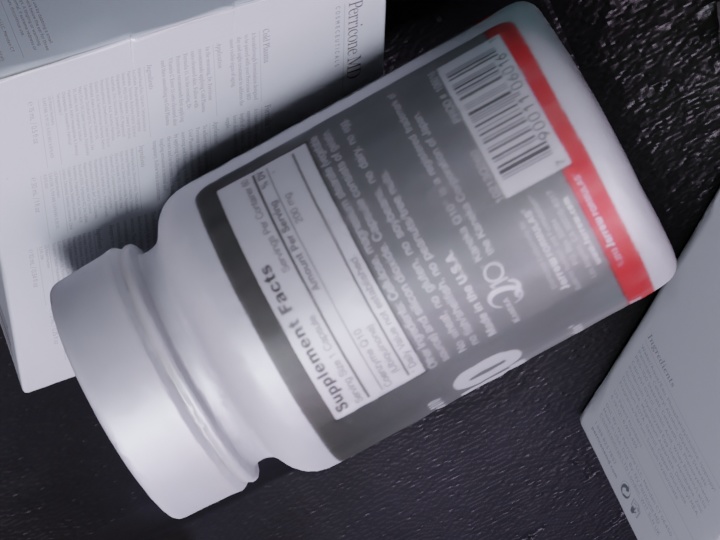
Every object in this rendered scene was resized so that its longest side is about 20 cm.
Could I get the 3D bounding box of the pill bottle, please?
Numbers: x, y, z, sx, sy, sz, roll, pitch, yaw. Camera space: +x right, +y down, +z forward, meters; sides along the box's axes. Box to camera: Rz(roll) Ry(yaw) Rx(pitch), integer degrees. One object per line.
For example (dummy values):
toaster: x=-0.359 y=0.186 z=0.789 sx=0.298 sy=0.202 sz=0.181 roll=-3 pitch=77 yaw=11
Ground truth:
pill bottle: x=0.000 y=0.000 z=0.911 sx=0.200 sy=0.114 sz=0.114 roll=-29 pitch=149 yaw=4

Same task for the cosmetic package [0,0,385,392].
cosmetic package: x=-0.069 y=-0.046 z=0.949 sx=0.150 sy=0.052 sz=0.200 roll=-16 pitch=149 yaw=-12

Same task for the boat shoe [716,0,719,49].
boat shoe: x=0.186 y=-0.067 z=1.077 sx=0.057 sy=0.067 sz=0.200 roll=-46 pitch=149 yaw=5

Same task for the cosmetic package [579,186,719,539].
cosmetic package: x=0.246 y=0.049 z=1.252 sx=0.199 sy=0.123 sz=0.200 roll=-9 pitch=145 yaw=-25
